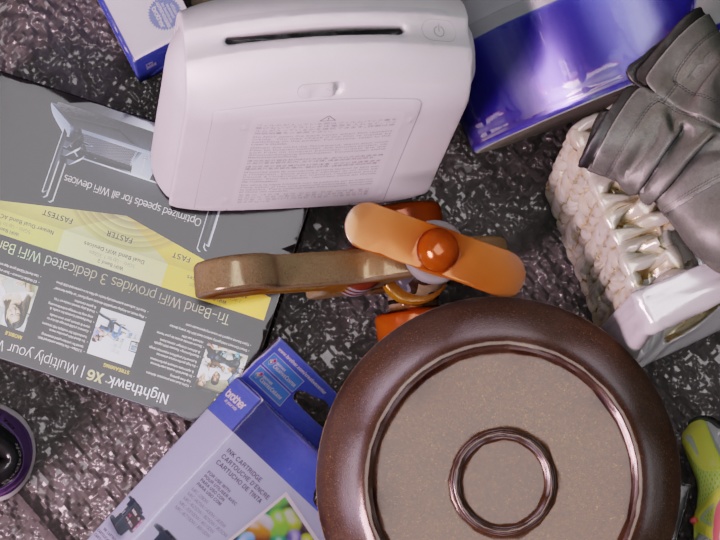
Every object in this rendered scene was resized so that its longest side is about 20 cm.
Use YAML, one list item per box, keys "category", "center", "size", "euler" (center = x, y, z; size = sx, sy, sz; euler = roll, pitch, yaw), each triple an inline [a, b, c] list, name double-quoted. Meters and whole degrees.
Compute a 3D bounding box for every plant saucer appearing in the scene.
- category: "plant saucer"
  center: [0.076, 0.114, 1.540]
  size: [0.199, 0.032, 0.202]
  euler: [0, 87, -3]

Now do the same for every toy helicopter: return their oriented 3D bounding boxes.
- category: "toy helicopter"
  center: [0.000, 0.000, 1.586]
  size: [0.199, 0.132, 0.079]
  euler: [-4, 86, -36]

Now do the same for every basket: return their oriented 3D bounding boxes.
- category: "basket"
  center: [0.183, -0.032, 1.597]
  size: [0.135, 0.200, 0.124]
  euler: [-25, 81, -4]

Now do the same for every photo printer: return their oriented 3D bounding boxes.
- category: "photo printer"
  center: [-0.027, -0.094, 1.540]
  size: [0.165, 0.200, 0.070]
  euler: [-3, 74, -7]

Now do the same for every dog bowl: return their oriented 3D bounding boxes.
- category: "dog bowl"
  center: [0.140, -0.137, 1.597]
  size: [0.199, 0.200, 0.079]
  euler: [-22, 90, -3]

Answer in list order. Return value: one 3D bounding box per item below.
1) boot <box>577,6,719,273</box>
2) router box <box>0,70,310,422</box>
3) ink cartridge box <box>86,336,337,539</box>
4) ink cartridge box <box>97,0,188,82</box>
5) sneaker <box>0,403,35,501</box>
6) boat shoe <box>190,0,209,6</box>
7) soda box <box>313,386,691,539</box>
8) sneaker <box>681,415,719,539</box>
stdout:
- category: "boot"
  center: [0.215, -0.093, 1.475]
  size: [0.131, 0.068, 0.200]
  euler: [44, 78, 7]
- category: "router box"
  center: [-0.140, -0.009, 1.650]
  size: [0.199, 0.052, 0.158]
  euler: [19, 86, -1]
- category: "ink cartridge box"
  center: [-0.073, 0.148, 1.622]
  size: [0.200, 0.042, 0.119]
  euler: [-49, 126, -6]
- category: "ink cartridge box"
  center: [-0.156, -0.211, 1.642]
  size: [0.044, 0.094, 0.201]
  euler: [-27, 88, -4]
- category: "sneaker"
  center: [-0.283, 0.081, 1.621]
  size: [0.199, 0.088, 0.076]
  euler: [12, 86, -1]
- category: "boat shoe"
  center: [-0.066, -0.172, 1.663]
  size: [0.065, 0.072, 0.200]
  euler: [-30, 101, 32]
- category: "soda box"
  center: [0.077, 0.125, 1.586]
  size: [0.199, 0.063, 0.071]
  euler: [16, 86, -1]
- category: "sneaker"
  center: [0.207, 0.179, 1.594]
  size: [0.090, 0.078, 0.201]
  euler: [-24, 69, 18]
